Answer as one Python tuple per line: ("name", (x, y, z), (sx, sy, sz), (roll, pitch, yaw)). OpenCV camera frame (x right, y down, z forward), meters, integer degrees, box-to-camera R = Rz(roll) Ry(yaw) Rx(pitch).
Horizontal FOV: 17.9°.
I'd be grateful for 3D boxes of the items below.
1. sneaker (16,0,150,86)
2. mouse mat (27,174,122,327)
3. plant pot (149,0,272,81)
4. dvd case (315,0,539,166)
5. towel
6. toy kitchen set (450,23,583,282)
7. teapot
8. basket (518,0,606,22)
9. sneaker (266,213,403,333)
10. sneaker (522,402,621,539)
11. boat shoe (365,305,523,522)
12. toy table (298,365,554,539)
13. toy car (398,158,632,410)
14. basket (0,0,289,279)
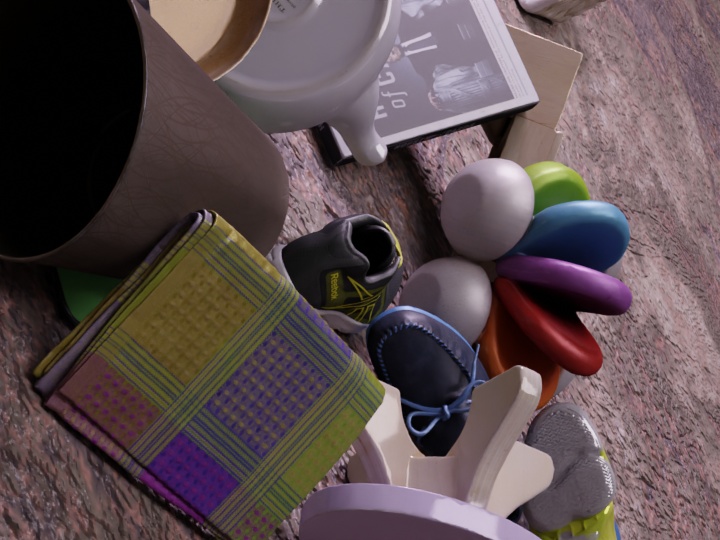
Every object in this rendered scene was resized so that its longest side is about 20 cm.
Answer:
("sneaker", (-0.192, -0.171, 1.384), (0.200, 0.079, 0.096), (32, 49, -50))
("mouse mat", (-0.147, -0.020, 1.440), (0.200, 0.008, 0.161), (24, 43, -59))
("plant pot", (-0.150, -0.207, 1.495), (0.199, 0.027, 0.201), (8, 73, -27))
("dvd case", (0.035, -0.177, 1.864), (0.200, 0.025, 0.151), (-18, 79, -31))
("towel", (-0.082, 0.066, 1.329), (0.200, 0.144, 0.023), (44, -4, -38))
("toy kitchen set", (0.069, -0.099, 1.975), (0.163, 0.180, 0.201), (110, 1, -69))
("teapot", (-0.072, -0.183, 1.618), (0.146, 0.197, 0.201), (134, -45, -75))
("basket", (0.222, -0.392, 2.558), (0.123, 0.135, 0.201), (14, 53, -66))
("sneaker", (0.000, 0.000, 1.650), (0.075, 0.084, 0.200), (66, 21, 5))
("sneaker", (0.169, 0.196, 1.823), (0.105, 0.075, 0.201), (-55, 138, -79))
("boat shoe", (0.077, 0.108, 1.703), (0.200, 0.084, 0.069), (48, 14, -30))
("toy table", (0.052, 0.147, 1.501), (0.200, 0.184, 0.117), (35, 47, -37))
("toy car", (0.141, 0.017, 1.789), (0.175, 0.201, 0.150), (25, -2, -42))
("basket", (-0.135, -0.067, 1.339), (0.200, 0.136, 0.181), (30, 57, -61))
